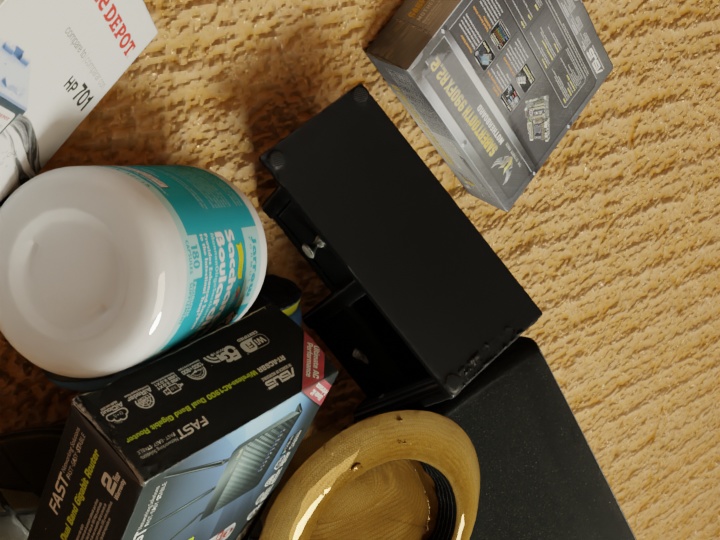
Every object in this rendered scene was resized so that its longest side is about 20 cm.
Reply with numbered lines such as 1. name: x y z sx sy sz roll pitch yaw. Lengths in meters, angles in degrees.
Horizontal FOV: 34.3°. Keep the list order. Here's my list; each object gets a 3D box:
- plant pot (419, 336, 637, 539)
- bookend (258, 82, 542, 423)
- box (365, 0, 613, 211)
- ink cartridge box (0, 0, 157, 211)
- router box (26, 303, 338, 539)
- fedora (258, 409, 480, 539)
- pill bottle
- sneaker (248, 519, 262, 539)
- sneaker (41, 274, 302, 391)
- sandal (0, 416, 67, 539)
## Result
1. plant pot: 0.089 0.179 0.960 0.177 0.200 0.201 -26 91 -6
2. bookend: 0.000 0.000 0.846 0.092 0.199 0.200 -39 92 -22
3. box: 0.108 -0.163 0.908 0.159 0.048 0.200 -53 139 -6
4. ink cartridge box: -0.203 -0.094 0.562 0.200 0.086 0.146 -50 171 -8
5. router box: -0.112 0.127 0.678 0.150 0.062 0.200 -26 151 -45
6. fedora: -0.006 0.170 0.815 0.200 0.082 0.202 -18 121 -33
7. pill bottle: -0.122 -0.007 0.684 0.111 0.110 0.200 -68 168 11
8. sneaker: -0.052 0.224 0.962 0.079 0.078 0.200 -42 130 -24
9. sneaker: -0.123 0.062 0.798 0.200 0.066 0.079 -15 126 -40
10. sandal: -0.181 0.122 0.778 0.199 0.055 0.082 -16 115 -29
